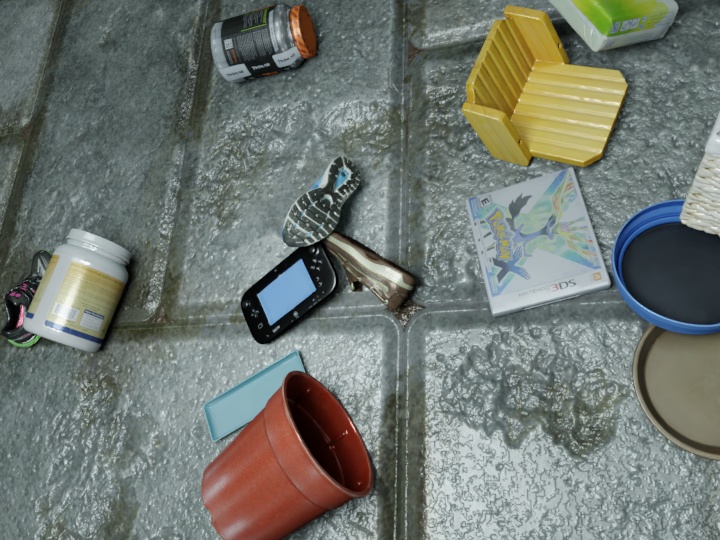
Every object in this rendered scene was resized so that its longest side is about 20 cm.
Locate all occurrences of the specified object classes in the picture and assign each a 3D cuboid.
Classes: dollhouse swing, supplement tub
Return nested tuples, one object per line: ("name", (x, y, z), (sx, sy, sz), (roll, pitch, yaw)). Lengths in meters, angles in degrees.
("dollhouse swing", (0.297, -0.289, 0.921), (0.173, 0.181, 0.204), (15, 74, 45))
("supplement tub", (-0.534, 0.039, 1.114), (0.141, 0.144, 0.205), (12, 75, 23))
("supplement tub", (-0.195, -0.464, 1.188), (0.194, 0.123, 0.126), (-7, 68, 18))

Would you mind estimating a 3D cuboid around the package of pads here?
("package of pads", (0.404, -0.455, 0.962), (0.150, 0.069, 0.204), (-16, 61, -17))

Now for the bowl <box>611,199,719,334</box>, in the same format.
("bowl", (0.450, -0.006, 0.801), (0.194, 0.040, 0.206), (-9, 56, 13))

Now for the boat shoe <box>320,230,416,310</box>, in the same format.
("boat shoe", (-0.003, -0.001, 0.973), (0.200, 0.074, 0.076), (32, 100, 34))

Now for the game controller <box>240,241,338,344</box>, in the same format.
("game controller", (-0.123, 0.038, 1.000), (0.198, 0.042, 0.106), (-37, 59, 19))

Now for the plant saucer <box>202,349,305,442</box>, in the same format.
("plant saucer", (-0.176, 0.213, 0.986), (0.197, 0.019, 0.071), (-31, 63, 8))

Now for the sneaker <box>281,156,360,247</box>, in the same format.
("sneaker", (-0.072, -0.106, 1.014), (0.078, 0.090, 0.201), (43, 55, -8))

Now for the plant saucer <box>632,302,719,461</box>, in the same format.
("plant saucer", (0.463, 0.144, 0.767), (0.194, 0.029, 0.206), (-8, 67, 18))

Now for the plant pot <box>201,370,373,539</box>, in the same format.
("plant pot", (-0.114, 0.290, 0.847), (0.194, 0.200, 0.203), (-40, 62, 11))

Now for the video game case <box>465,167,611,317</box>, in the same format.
("video game case", (0.271, -0.046, 0.913), (0.177, 0.022, 0.206), (-16, 66, 14))

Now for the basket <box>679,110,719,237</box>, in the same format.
("basket", (0.546, -0.140, 0.740), (0.195, 0.163, 0.201), (26, 61, 26))

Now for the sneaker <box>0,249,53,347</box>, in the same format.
("sneaker", (-0.676, 0.052, 1.196), (0.074, 0.084, 0.206), (0, 71, 19))
